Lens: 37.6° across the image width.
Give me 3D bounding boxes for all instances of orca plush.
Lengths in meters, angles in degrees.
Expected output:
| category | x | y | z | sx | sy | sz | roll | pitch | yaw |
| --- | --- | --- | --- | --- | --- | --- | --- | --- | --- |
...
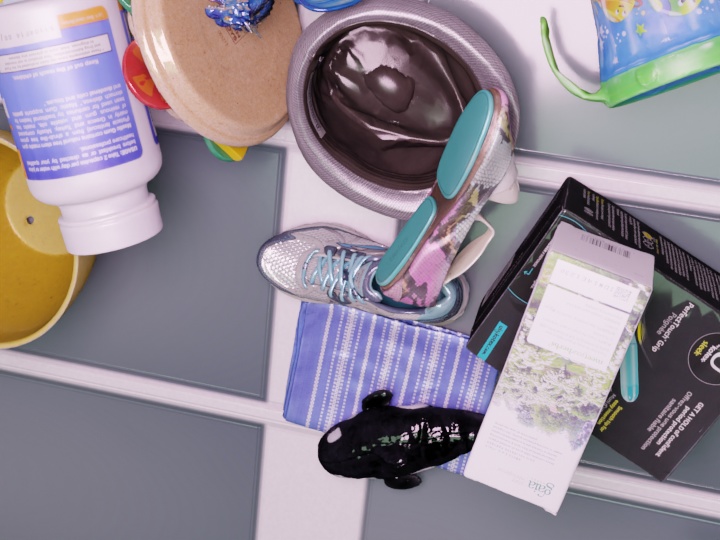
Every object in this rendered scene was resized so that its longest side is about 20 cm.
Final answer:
| category | x | y | z | sx | sy | sz | roll | pitch | yaw |
| --- | --- | --- | --- | --- | --- | --- | --- | --- | --- |
| orca plush | 0.050 | 0.176 | 0.992 | 0.199 | 0.071 | 0.106 | 6 | 111 | 11 |

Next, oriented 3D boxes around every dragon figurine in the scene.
| category | x | y | z | sx | sy | sz | roll | pitch | yaw |
| --- | --- | --- | --- | --- | --- | --- | --- | --- | --- |
| dragon figurine | -0.027 | -0.237 | 0.834 | 0.199 | 0.059 | 0.100 | -8 | 109 | -12 |

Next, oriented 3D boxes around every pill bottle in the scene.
| category | x | y | z | sx | sy | sz | roll | pitch | yaw |
| --- | --- | --- | --- | --- | --- | --- | --- | --- | --- |
| pill bottle | -0.224 | -0.119 | 0.851 | 0.111 | 0.112 | 0.201 | -6 | 108 | 16 |

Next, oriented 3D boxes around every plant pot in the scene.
| category | x | y | z | sx | sy | sz | roll | pitch | yaw |
| --- | --- | --- | --- | --- | --- | --- | --- | --- | --- |
| plant pot | -0.324 | -0.045 | 0.997 | 0.199 | 0.142 | 0.201 | 4 | 107 | 12 |

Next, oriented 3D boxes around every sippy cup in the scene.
| category | x | y | z | sx | sy | sz | roll | pitch | yaw |
| --- | --- | --- | --- | --- | --- | --- | --- | --- | --- |
| sippy cup | 0.236 | -0.210 | 0.821 | 0.177 | 0.140 | 0.131 | -20 | 91 | -20 |

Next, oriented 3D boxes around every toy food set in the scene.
| category | x | y | z | sx | sy | sz | roll | pitch | yaw |
| --- | --- | --- | --- | --- | --- | --- | --- | --- | --- |
| toy food set | -0.121 | -0.197 | 0.877 | 0.048 | 0.199 | 0.200 | -9 | 141 | 37 |

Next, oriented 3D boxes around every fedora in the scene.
| category | x | y | z | sx | sy | sz | roll | pitch | yaw |
| --- | --- | --- | --- | --- | --- | --- | --- | --- | --- |
| fedora | 0.035 | -0.144 | 0.904 | 0.199 | 0.090 | 0.178 | 25 | 112 | -2 |

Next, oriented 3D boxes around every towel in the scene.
| category | x | y | z | sx | sy | sz | roll | pitch | yaw |
| --- | --- | --- | --- | --- | --- | --- | --- | --- | --- |
| towel | 0.027 | 0.110 | 1.020 | 0.199 | 0.024 | 0.146 | 15 | 110 | 9 |

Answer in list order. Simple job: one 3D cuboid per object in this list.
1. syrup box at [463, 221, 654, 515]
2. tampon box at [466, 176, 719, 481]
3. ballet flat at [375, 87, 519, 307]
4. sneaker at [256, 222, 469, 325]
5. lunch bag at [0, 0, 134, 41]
| category | x | y | z | sx | sy | sz | roll | pitch | yaw |
| --- | --- | --- | --- | --- | --- | --- | --- | --- | --- |
| syrup box | 0.151 | 0.075 | 0.811 | 0.078 | 0.081 | 0.201 | 21 | 112 | 9 |
| tampon box | 0.216 | 0.045 | 0.897 | 0.199 | 0.126 | 0.150 | 34 | 112 | 1 |
| ballet flat | 0.083 | -0.053 | 0.854 | 0.071 | 0.069 | 0.201 | 19 | 118 | -19 |
| sneaker | 0.000 | 0.000 | 0.953 | 0.199 | 0.086 | 0.078 | 10 | 91 | 8 |
| lunch bag | -0.260 | -0.250 | 0.928 | 0.169 | 0.127 | 0.201 | -20 | 91 | 18 |
